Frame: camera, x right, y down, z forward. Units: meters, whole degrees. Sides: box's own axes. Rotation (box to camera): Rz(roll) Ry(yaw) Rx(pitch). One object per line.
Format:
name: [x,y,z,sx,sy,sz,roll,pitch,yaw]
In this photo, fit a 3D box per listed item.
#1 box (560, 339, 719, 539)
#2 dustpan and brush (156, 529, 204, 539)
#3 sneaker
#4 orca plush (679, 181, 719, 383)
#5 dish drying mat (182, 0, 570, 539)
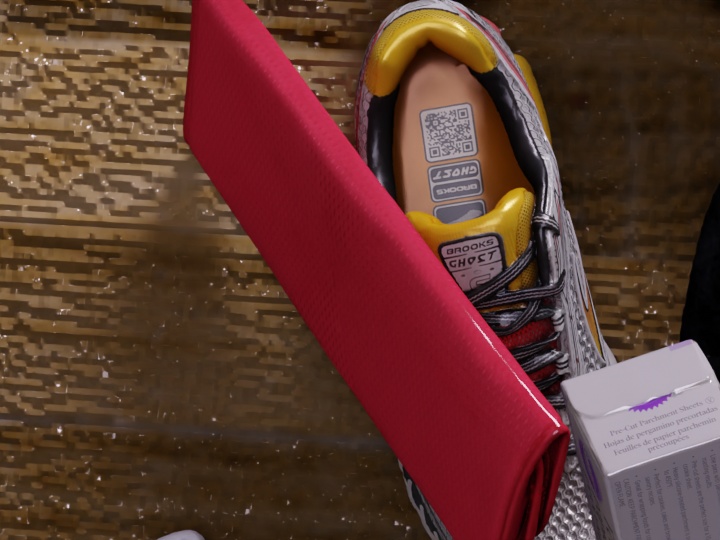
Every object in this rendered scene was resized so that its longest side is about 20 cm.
box: [0.095,0.106,0.767,0.041,0.201,0.039,-19,42,-2]
dustpan and brush: [-0.133,0.146,0.860,0.200,0.057,0.140,-37,83,9]
sneaker: [0.035,0.013,0.830,0.077,0.082,0.201,-17,83,5]
orca plush: [0.130,0.032,0.789,0.105,0.071,0.201,15,101,24]
dish drying mat: [0.000,0.000,0.807,0.018,0.077,0.200,-19,54,-23]
